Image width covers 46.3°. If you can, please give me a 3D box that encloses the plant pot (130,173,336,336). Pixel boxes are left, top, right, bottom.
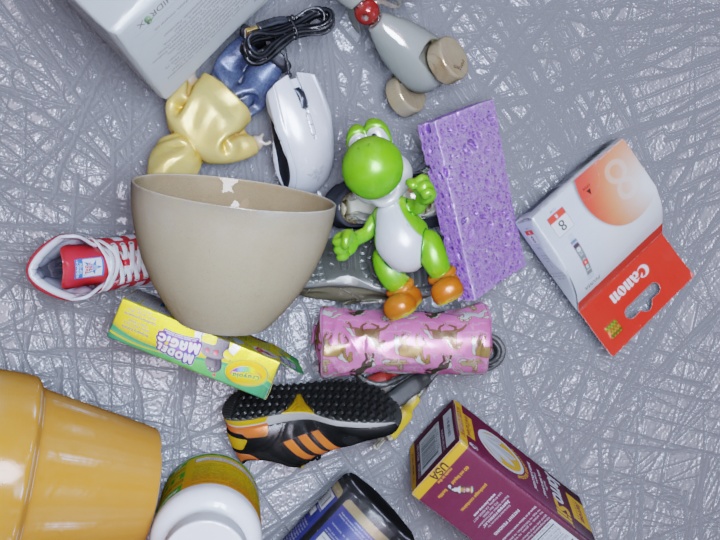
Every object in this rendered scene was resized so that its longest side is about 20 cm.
[{"bbox_3d":[-0.131,-0.013,0.835,0.198,0.200,0.136,7,102,-8],"label":"plant pot"}]

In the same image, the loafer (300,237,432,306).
[{"bbox_3d":[0.000,0.000,0.948,0.198,0.070,0.076,5,71,-5],"label":"loafer"}]

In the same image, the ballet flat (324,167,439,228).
[{"bbox_3d":[0.057,-0.081,0.950,0.198,0.073,0.074,-8,93,-8],"label":"ballet flat"}]

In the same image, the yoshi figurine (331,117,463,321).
[{"bbox_3d":[0.029,-0.053,0.845,0.112,0.112,0.202,-24,96,-25],"label":"yoshi figurine"}]

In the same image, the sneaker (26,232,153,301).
[{"bbox_3d":[-0.248,-0.012,0.885,0.198,0.112,0.072,-12,93,-8],"label":"sneaker"}]

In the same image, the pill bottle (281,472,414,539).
[{"bbox_3d":[-0.044,0.332,0.929,0.112,0.112,0.200,45,86,-7],"label":"pill bottle"}]

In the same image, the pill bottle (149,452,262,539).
[{"bbox_3d":[-0.157,0.265,0.865,0.110,0.200,0.112,0,92,-8],"label":"pill bottle"}]

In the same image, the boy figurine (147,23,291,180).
[{"bbox_3d":[-0.156,-0.164,0.919,0.124,0.064,0.201,36,88,-8],"label":"boy figurine"}]

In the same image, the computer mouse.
[{"bbox_3d":[-0.062,-0.173,0.907,0.109,0.044,0.202,-24,119,-28],"label":"computer mouse"}]

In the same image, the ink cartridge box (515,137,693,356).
[{"bbox_3d":[0.297,-0.027,0.982,0.162,0.050,0.201,-39,94,-17],"label":"ink cartridge box"}]

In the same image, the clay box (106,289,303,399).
[{"bbox_3d":[-0.161,0.082,0.901,0.199,0.115,0.048,24,90,-8],"label":"clay box"}]

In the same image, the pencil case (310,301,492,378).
[{"bbox_3d":[0.045,0.076,0.928,0.198,0.087,0.084,-1,65,-4],"label":"pencil case"}]

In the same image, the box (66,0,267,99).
[{"bbox_3d":[-0.210,-0.325,0.829,0.200,0.171,0.199,-44,81,-5],"label":"box"}]

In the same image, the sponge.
[{"bbox_3d":[0.128,-0.079,0.939,0.111,0.030,0.202,-26,107,-42],"label":"sponge"}]

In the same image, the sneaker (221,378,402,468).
[{"bbox_3d":[-0.051,0.178,0.936,0.198,0.070,0.091,-1,120,7],"label":"sneaker"}]

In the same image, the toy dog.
[{"bbox_3d":[0.043,-0.273,0.925,0.131,0.097,0.201,-5,129,28],"label":"toy dog"}]

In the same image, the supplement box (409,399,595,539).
[{"bbox_3d":[0.157,0.254,0.948,0.199,0.110,0.086,38,104,-8],"label":"supplement box"}]

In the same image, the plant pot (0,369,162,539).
[{"bbox_3d":[-0.307,0.211,0.858,0.182,0.200,0.202,12,90,-24],"label":"plant pot"}]

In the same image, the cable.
[{"bbox_3d":[0.071,0.118,0.986,0.199,0.050,0.098,-30,79,-18],"label":"cable"}]
